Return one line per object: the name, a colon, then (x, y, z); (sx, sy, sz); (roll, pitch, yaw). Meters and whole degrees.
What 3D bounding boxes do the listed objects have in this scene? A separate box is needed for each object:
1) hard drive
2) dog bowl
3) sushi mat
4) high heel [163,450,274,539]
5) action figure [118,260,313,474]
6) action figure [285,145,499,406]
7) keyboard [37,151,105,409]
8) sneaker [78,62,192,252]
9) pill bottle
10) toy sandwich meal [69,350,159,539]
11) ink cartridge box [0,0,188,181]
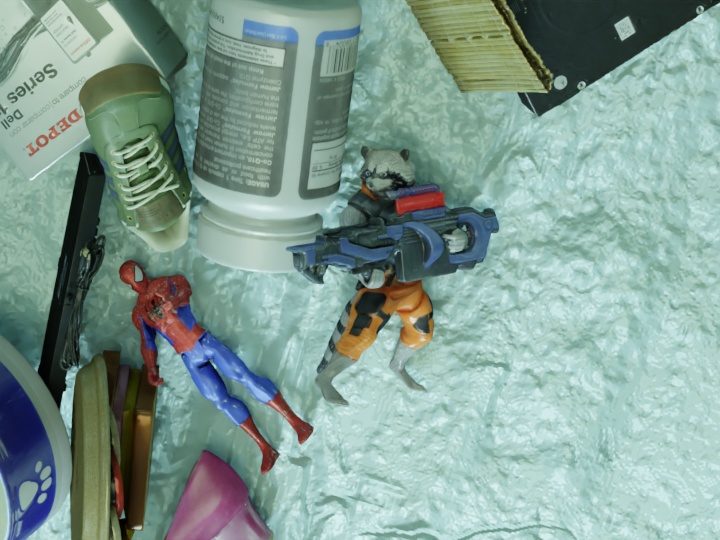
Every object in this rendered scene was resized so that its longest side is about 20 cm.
hard drive: (0.175, -0.220, 1.524); (0.199, 0.038, 0.140); (-33, 119, -2)
dog bowl: (-0.327, 0.135, 1.677); (0.199, 0.079, 0.202); (17, 124, 26)
sushi mat: (0.079, -0.169, 1.522); (0.012, 0.200, 0.096); (-34, 102, -9)
high heel: (-0.173, 0.230, 1.731); (0.199, 0.067, 0.096); (-32, 108, 11)
action figure: (-0.124, 0.076, 1.670); (0.065, 0.099, 0.200); (-39, 96, 15)
action figure: (0.000, 0.000, 1.615); (0.104, 0.199, 0.195); (21, 106, 47)
keyboard: (-0.220, 0.016, 1.649); (0.020, 0.127, 0.202); (8, 110, -15)
sneaker: (-0.154, -0.075, 1.567); (0.067, 0.200, 0.091); (-20, 74, -6)
pill bottle: (-0.066, -0.107, 1.595); (0.113, 0.114, 0.202); (10, 108, 4)
toy sandwich meal: (-0.184, 0.156, 1.649); (0.069, 0.205, 0.207); (1, 108, -11)
ink cartridge box: (-0.246, -0.191, 1.608); (0.146, 0.083, 0.201); (-35, 100, 16)
